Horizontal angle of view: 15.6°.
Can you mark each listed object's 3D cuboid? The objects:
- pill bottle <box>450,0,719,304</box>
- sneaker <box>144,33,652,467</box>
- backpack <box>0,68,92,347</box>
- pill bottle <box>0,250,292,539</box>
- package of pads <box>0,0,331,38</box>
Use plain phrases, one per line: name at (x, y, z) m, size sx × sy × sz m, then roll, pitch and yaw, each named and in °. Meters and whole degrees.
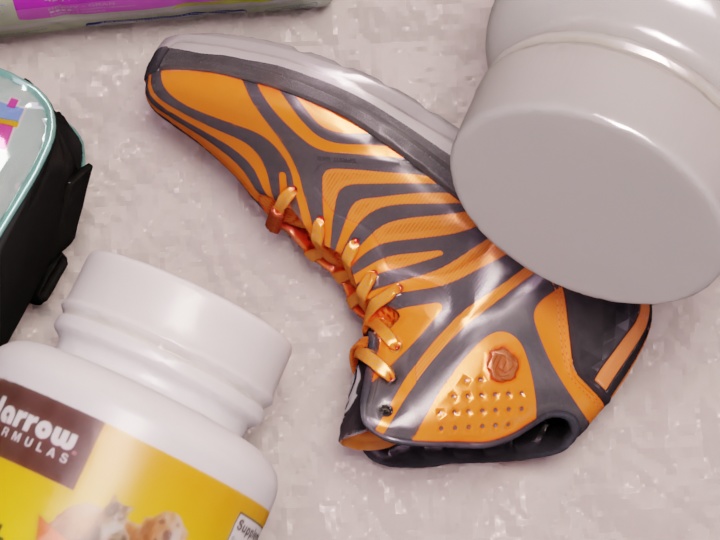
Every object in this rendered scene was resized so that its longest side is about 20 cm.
pill bottle at (0.109, -0.094, 0.878) m, size 0.113 × 0.114 × 0.201 m, roll 24°, pitch 58°, yaw 5°
sneaker at (0.000, 0.000, 0.912) m, size 0.199 × 0.078 × 0.113 m, roll 26°, pitch 80°, yaw 5°
backpack at (-0.215, -0.023, 0.885) m, size 0.199 × 0.153 × 0.177 m, roll 26°, pitch 86°, yaw 12°
pill bottle at (-0.098, 0.099, 0.879) m, size 0.109 × 0.109 × 0.201 m, roll 24°, pitch 81°, yaw 5°
package of pads at (-0.083, -0.190, 0.953) m, size 0.153 × 0.068 × 0.201 m, roll -5°, pitch 80°, yaw 0°
